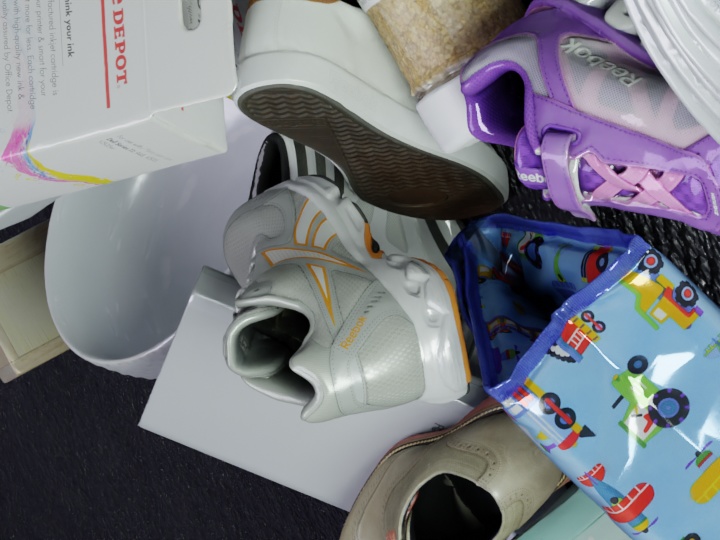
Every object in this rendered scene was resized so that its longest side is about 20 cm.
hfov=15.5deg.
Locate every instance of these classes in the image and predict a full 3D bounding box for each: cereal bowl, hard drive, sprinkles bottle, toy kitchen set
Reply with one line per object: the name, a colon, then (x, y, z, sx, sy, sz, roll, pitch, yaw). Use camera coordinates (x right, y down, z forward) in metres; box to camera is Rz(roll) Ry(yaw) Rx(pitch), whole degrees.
cereal bowl: (-0.085, -0.030, 1.481, 0.083, 0.200, 0.200, 24, -175, -37)
hard drive: (-0.005, 0.078, 1.350, 0.200, 0.026, 0.132, 23, 143, -3)
sprinkles bottle: (0.017, -0.153, 1.178, 0.200, 0.068, 0.068, 60, 161, 0)
toy kitchen set: (-0.214, -0.029, 1.760, 0.163, 0.180, 0.200, 61, 157, -1)

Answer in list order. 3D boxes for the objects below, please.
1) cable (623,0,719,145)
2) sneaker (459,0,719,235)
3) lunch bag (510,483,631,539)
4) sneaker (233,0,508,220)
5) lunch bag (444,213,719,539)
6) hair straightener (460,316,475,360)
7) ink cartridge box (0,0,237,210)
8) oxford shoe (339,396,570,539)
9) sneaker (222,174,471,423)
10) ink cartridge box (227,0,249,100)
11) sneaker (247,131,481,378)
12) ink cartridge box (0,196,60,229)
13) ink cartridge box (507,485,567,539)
cable: (0.150, -0.120, 0.891, 0.200, 0.069, 0.200, 61, 161, -4)
sneaker: (0.112, -0.049, 1.064, 0.200, 0.088, 0.081, 39, 151, 43)
lunch bag: (0.093, 0.204, 1.348, 0.122, 0.170, 0.200, 31, 146, 41)
sneaker: (0.013, -0.087, 1.245, 0.200, 0.073, 0.085, 34, -129, -54)
lunch bag: (0.115, 0.046, 1.171, 0.151, 0.094, 0.200, 44, -179, -16)
hair straightener: (0.033, 0.066, 1.374, 0.077, 0.041, 0.200, 24, 142, -4)
ink cartridge box: (-0.129, -0.102, 1.217, 0.067, 0.200, 0.117, 24, -122, -58)
oxford shoe: (0.030, 0.121, 1.291, 0.070, 0.075, 0.200, 46, 140, 3)
sneaker: (-0.032, 0.013, 1.211, 0.200, 0.092, 0.076, 32, 134, 59)
ink cartridge box: (-0.065, -0.168, 1.337, 0.200, 0.086, 0.148, 29, 143, 59)
sneaker: (0.000, 0.000, 1.369, 0.076, 0.115, 0.201, 25, 141, 58)
ink cartridge box: (-0.192, -0.132, 1.344, 0.145, 0.085, 0.200, -31, 86, 28)
ink cartridge box: (0.072, 0.146, 1.509, 0.163, 0.057, 0.200, 25, 145, 59)
